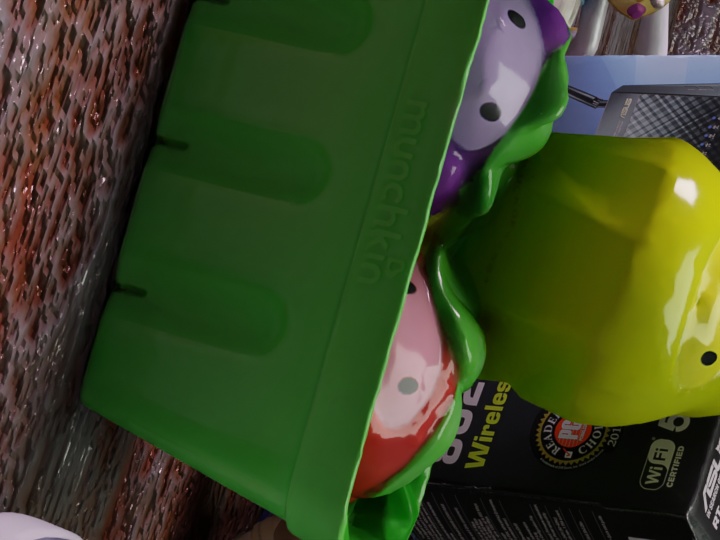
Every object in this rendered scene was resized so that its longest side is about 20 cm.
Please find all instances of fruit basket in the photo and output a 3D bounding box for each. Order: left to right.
[{"bbox_3d":[0.042,-0.007,0.672,0.156,0.215,0.216,34,72,-79],"label":"fruit basket"}]

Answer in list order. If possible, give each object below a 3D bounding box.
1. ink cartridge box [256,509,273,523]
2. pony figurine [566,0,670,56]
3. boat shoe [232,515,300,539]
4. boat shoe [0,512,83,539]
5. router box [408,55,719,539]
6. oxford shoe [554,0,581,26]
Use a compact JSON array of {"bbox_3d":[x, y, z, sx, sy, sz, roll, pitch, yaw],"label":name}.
[{"bbox_3d":[0.022,0.047,0.997,0.119,0.042,0.200,-49,-178,29],"label":"ink cartridge box"},{"bbox_3d":[0.139,-0.183,1.045,0.200,0.166,0.193,93,7,-75],"label":"pony figurine"},{"bbox_3d":[-0.033,0.138,0.890,0.200,0.065,0.072,59,10,-76],"label":"boat shoe"},{"bbox_3d":[-0.087,0.113,0.516,0.200,0.065,0.074,-45,148,-71],"label":"boat shoe"},{"bbox_3d":[0.085,0.013,0.807,0.062,0.150,0.200,55,48,-44],"label":"router box"},{"bbox_3d":[0.034,-0.058,1.005,0.200,0.058,0.075,-63,-176,21],"label":"oxford shoe"}]
